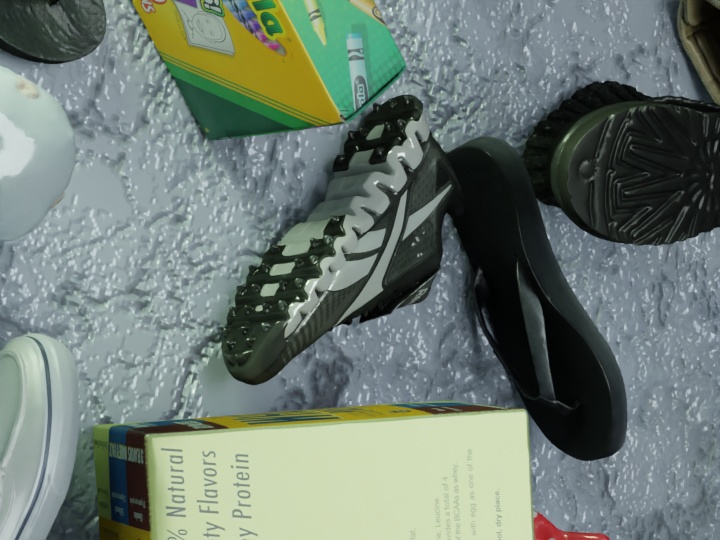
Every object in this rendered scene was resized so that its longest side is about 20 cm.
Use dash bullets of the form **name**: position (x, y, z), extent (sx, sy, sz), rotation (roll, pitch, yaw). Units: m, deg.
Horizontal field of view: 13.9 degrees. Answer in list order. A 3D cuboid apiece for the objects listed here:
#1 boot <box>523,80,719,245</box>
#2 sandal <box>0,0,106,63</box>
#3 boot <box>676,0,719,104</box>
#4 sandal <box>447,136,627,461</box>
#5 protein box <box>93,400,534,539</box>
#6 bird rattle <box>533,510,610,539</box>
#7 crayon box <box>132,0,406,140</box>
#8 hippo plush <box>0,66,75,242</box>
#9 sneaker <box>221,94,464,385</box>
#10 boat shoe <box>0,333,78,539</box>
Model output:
- **boot**: position (0.144, -0.065, 1.701), extent (0.210, 0.157, 0.080), rotation (-2, 100, -44)
- **sandal**: position (-0.190, -0.186, 1.489), extent (0.075, 0.048, 0.201), rotation (-49, 118, -31)
- **boot**: position (0.262, -0.203, 1.869), extent (0.154, 0.072, 0.201), rotation (-24, 104, -36)
- **sandal**: position (0.091, 0.023, 1.711), extent (0.043, 0.076, 0.201), rotation (-29, 96, -39)
- **protein box**: position (-0.023, 0.172, 1.515), extent (0.199, 0.135, 0.200), rotation (-3, 90, -16)
- **bird rattle**: position (0.062, 0.221, 1.659), extent (0.162, 0.113, 0.201), rotation (23, 69, -20)
- **crayon box**: position (-0.072, -0.170, 1.544), extent (0.058, 0.118, 0.201), rotation (-42, 114, -34)
- **hippo plush**: position (-0.226, -0.067, 1.378), extent (0.199, 0.160, 0.160), rotation (-18, 100, -40)
- **sneaker**: position (0.000, 0.000, 1.632), extent (0.091, 0.066, 0.200), rotation (50, 56, -25)
- **boat shoe**: position (-0.195, 0.122, 1.452), extent (0.067, 0.073, 0.201), rotation (24, 73, -40)
